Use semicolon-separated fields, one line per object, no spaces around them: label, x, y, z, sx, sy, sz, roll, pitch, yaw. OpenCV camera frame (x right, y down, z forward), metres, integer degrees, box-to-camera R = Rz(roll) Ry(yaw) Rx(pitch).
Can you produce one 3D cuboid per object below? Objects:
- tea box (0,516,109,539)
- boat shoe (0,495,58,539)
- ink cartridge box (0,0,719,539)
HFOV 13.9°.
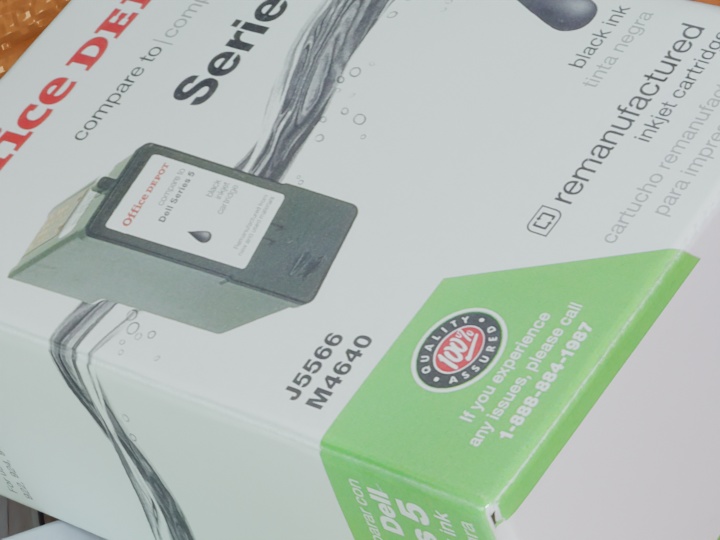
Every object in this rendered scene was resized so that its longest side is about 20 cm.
tea box;-0.032;0.168;0.729;0.197;0.200;0.134;45;125;24
boat shoe;-0.129;0.047;0.871;0.073;0.065;0.201;-16;90;41
ink cartridge box;0.000;0.000;0.690;0.199;0.146;0.084;18;147;36
